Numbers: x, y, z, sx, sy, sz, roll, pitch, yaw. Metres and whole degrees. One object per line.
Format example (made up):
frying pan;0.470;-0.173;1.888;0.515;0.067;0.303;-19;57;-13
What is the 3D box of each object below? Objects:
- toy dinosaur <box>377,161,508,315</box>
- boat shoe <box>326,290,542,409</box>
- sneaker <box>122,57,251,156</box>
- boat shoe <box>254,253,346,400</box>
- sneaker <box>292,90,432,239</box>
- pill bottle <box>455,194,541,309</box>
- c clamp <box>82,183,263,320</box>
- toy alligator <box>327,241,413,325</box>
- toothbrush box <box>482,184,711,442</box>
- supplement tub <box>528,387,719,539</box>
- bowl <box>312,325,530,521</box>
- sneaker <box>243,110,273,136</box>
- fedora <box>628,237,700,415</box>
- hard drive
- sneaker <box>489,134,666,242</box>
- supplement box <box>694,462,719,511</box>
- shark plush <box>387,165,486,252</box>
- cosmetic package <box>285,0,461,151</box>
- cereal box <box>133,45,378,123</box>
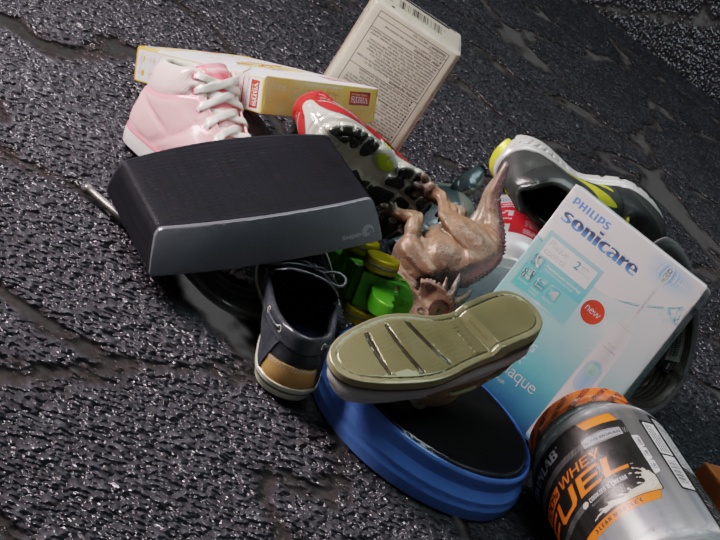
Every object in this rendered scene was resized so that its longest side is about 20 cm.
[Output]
toy dinosaur;0.079;-0.007;1.576;0.135;0.199;0.086;43;-23;33
boat shoe;0.055;0.074;1.373;0.199;0.069;0.075;-11;50;-34
sneaker;-0.126;-0.119;1.537;0.200;0.105;0.075;37;21;35
boat shoe;-0.047;0.021;1.413;0.074;0.063;0.201;19;33;-10
sneaker;0.003;-0.102;1.606;0.085;0.077;0.200;58;6;38
pill bottle;0.142;0.005;1.706;0.112;0.113;0.200;34;20;-2
c clamp;-0.115;-0.020;1.489;0.171;0.027;0.199;45;23;26
toy alligator;0.000;0.000;1.501;0.054;0.060;0.200;15;15;-29
toothbrush box;0.188;0.050;1.537;0.146;0.201;0.085;40;5;12
supplement tub;0.211;0.190;1.394;0.122;0.123;0.200;22;23;-30
bowl;0.052;0.118;1.427;0.200;0.040;0.201;30;21;-13
sneaker;-0.101;-0.094;1.631;0.070;0.074;0.200;3;28;-40
fedora;0.255;0.052;1.737;0.090;0.178;0.200;16;-17;38
hard drive;-0.093;-0.058;1.428;0.198;0.043;0.135;-9;40;-22
sneaker;0.211;-0.054;1.704;0.199;0.075;0.085;22;31;-18
supplement box;0.372;0.232;1.632;0.199;0.069;0.067;18;28;-43
shark plush;0.064;-0.042;1.811;0.083;0.092;0.200;15;34;14
cosmetic package;0.007;-0.169;1.755;0.103;0.201;0.087;32;19;-8
cereal box;-0.100;-0.177;1.670;0.143;0.040;0.199;0;13;-44
